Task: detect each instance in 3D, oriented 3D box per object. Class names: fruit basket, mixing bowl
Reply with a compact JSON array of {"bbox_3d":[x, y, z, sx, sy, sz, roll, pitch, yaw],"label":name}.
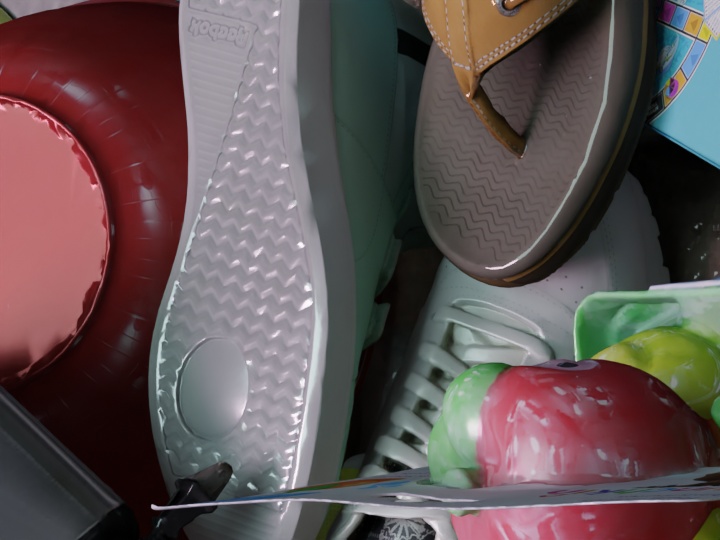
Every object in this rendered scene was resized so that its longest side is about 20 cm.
[{"bbox_3d":[0.079,0.041,0.667,0.185,0.199,0.094,-6,83,49],"label":"fruit basket"},{"bbox_3d":[-0.103,-0.001,0.879,0.199,0.108,0.202,-2,83,20],"label":"mixing bowl"}]

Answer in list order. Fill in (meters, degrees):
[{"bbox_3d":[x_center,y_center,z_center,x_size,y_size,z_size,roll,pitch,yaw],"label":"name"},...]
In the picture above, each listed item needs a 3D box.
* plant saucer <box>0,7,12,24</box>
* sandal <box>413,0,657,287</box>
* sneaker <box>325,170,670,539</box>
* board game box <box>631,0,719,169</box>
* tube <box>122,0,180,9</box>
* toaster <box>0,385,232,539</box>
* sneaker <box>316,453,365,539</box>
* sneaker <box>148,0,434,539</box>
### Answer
[{"bbox_3d":[-0.191,-0.019,1.109,0.199,0.031,0.201,-4,84,48],"label":"plant saucer"},{"bbox_3d":[0.052,-0.095,0.746,0.082,0.054,0.201,35,112,44],"label":"sandal"},{"bbox_3d":[0.034,0.056,0.789,0.076,0.080,0.201,19,97,26],"label":"sneaker"},{"bbox_3d":[0.108,-0.116,0.762,0.200,0.047,0.152,37,113,44],"label":"board game box"},{"bbox_3d":[-0.059,-0.126,0.959,0.077,0.050,0.201,12,90,47],"label":"tube"},{"bbox_3d":[-0.161,0.116,0.777,0.119,0.200,0.181,44,149,8],"label":"toaster"},{"bbox_3d":[-0.042,0.139,0.890,0.200,0.076,0.076,-54,48,28],"label":"sneaker"},{"bbox_3d":[0.000,0.000,0.819,0.073,0.118,0.202,-10,70,38],"label":"sneaker"}]
